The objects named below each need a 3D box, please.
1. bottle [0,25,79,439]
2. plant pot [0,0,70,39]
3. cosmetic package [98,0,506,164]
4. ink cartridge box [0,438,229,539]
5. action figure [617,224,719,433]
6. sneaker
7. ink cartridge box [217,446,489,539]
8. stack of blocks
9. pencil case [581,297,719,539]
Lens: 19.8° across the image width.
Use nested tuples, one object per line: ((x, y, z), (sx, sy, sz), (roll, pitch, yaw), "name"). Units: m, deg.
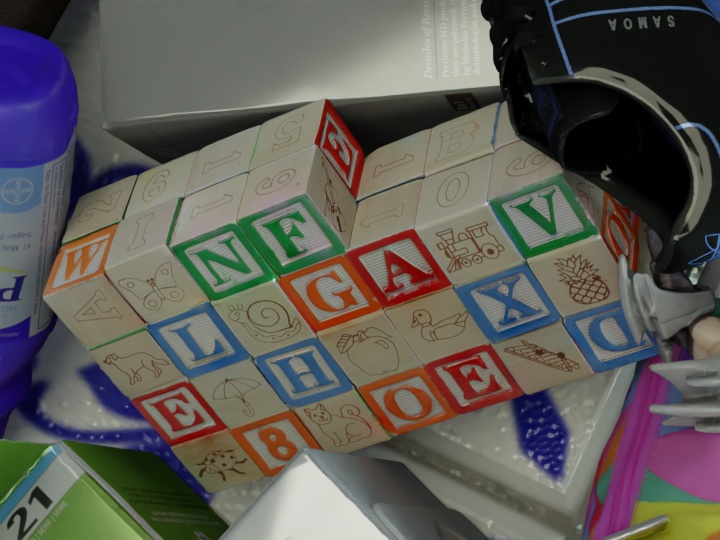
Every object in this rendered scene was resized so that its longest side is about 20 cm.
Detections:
((-0.157, 0.001, 0.799), (0.083, 0.065, 0.201), (11, 126, -3), "bottle")
((-0.194, -0.124, 0.831), (0.186, 0.187, 0.201), (21, 103, 16), "plant pot")
((0.007, -0.091, 0.797), (0.199, 0.107, 0.091), (-7, 80, 15), "cosmetic package")
((-0.134, 0.140, 0.754), (0.076, 0.200, 0.148), (41, 94, 16), "ink cartridge box")
((0.153, -0.006, 0.699), (0.129, 0.200, 0.070), (0, 119, 10), "action figure")
((0.069, -0.086, 0.674), (0.078, 0.070, 0.200), (-32, 66, -23), "sneaker")
((-0.018, 0.186, 0.745), (0.146, 0.147, 0.200), (43, 95, 16), "ink cartridge box")
((0.000, 0.000, 0.755), (0.199, 0.115, 0.059), (-19, 35, 25), "stack of blocks")
((0.116, 0.081, 0.696), (0.088, 0.200, 0.089), (8, 118, 15), "pencil case")
